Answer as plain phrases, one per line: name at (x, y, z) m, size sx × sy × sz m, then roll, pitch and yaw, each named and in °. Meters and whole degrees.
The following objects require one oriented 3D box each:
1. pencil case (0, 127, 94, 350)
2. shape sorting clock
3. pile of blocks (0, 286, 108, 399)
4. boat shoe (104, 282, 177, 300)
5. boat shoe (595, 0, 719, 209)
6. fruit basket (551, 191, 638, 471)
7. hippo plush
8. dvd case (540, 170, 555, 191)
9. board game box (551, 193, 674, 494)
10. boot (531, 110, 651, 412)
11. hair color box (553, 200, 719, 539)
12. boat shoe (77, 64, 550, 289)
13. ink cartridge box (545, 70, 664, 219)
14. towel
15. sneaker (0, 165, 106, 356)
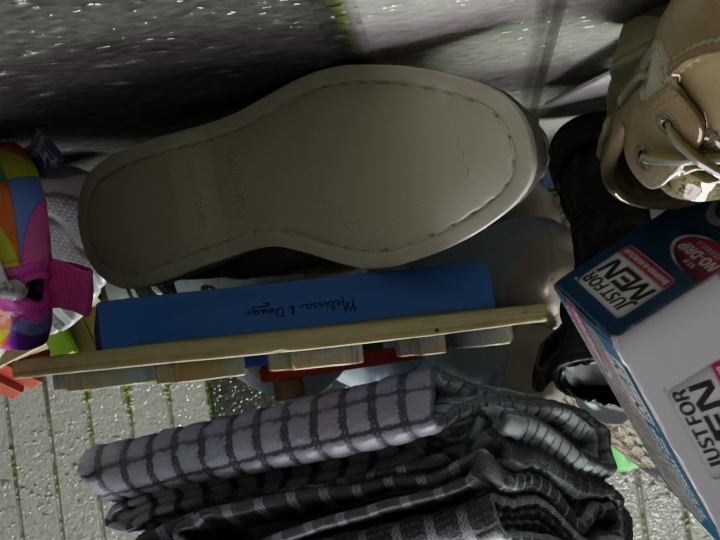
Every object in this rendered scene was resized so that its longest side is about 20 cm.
pencil case at (-0.203, -0.003, 0.630) m, size 0.200 × 0.088 × 0.088 m, roll -6°, pitch 177°, yaw -27°
shape sorting clock at (-0.029, 0.029, 0.663) m, size 0.200 × 0.039 × 0.200 m, roll -7°, pitch 174°, yaw -1°
pile of blocks at (-0.132, 0.021, 0.974) m, size 0.200 × 0.062 × 0.082 m, roll -24°, pitch 174°, yaw -29°
boat shoe at (-0.043, -0.015, 0.964) m, size 0.200 × 0.071 × 0.064 m, roll -15°, pitch -178°, yaw -35°
boat shoe at (0.112, -0.050, 0.523) m, size 0.072 × 0.065 × 0.200 m, roll 18°, pitch 177°, yaw -5°
fruit basket at (0.212, 0.006, 1.182) m, size 0.155 × 0.216 × 0.216 m, roll -8°, pitch 177°, yaw 16°
hippo plush at (0.000, 0.000, 0.847) m, size 0.161 × 0.159 × 0.200 m, roll 26°, pitch -167°, yaw -31°
dvd case at (0.202, -0.070, 0.946) m, size 0.143 × 0.018 × 0.200 m, roll -6°, pitch 176°, yaw -29°
board game box at (0.193, 0.041, 0.974) m, size 0.200 × 0.097 × 0.159 m, roll 37°, pitch 153°, yaw -26°
boot at (0.170, 0.002, 0.771) m, size 0.200 × 0.069 × 0.174 m, roll -2°, pitch -140°, yaw 2°
hair color box at (0.179, -0.003, 0.613) m, size 0.200 × 0.100 × 0.061 m, roll -33°, pitch -156°, yaw -2°
boat shoe at (-0.014, -0.032, 0.648) m, size 0.200 × 0.072 × 0.060 m, roll -12°, pitch 178°, yaw 35°
ink cartridge box at (0.186, -0.057, 0.700) m, size 0.200 × 0.068 × 0.116 m, roll -7°, pitch 177°, yaw -12°
towel at (0.008, 0.103, 0.714) m, size 0.166 × 0.086 × 0.200 m, roll -15°, pitch 164°, yaw 22°
sneaker at (-0.163, -0.013, 0.831) m, size 0.075 × 0.082 × 0.200 m, roll 40°, pitch 145°, yaw -15°
